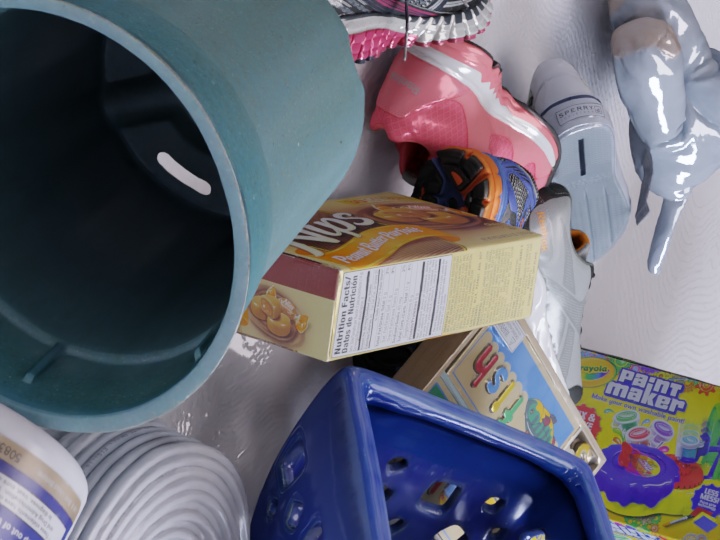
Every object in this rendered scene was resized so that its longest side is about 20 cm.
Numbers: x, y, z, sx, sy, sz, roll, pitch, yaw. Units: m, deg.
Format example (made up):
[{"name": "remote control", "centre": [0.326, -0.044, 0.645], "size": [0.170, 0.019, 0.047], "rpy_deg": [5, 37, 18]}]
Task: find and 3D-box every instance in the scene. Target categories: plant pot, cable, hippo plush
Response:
[{"name": "plant pot", "centre": [-0.100, -0.057, 1.172], "size": [0.196, 0.199, 0.201], "rpy_deg": [-43, 139, -57]}, {"name": "cable", "centre": [-0.130, 0.175, 1.338], "size": [0.200, 0.069, 0.201], "rpy_deg": [14, 90, -63]}, {"name": "plant pot", "centre": [0.026, 0.202, 1.435], "size": [0.199, 0.180, 0.201], "rpy_deg": [23, 37, -32]}, {"name": "hippo plush", "centre": [0.262, -0.131, 1.772], "size": [0.160, 0.160, 0.201], "rpy_deg": [66, 19, -58]}]

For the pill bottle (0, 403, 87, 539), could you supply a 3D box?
[{"name": "pill bottle", "centre": [-0.212, 0.155, 1.125], "size": [0.201, 0.115, 0.116], "rpy_deg": [-64, 150, -23]}]

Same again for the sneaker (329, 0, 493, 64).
[{"name": "sneaker", "centre": [0.015, -0.165, 1.441], "size": [0.200, 0.080, 0.075], "rpy_deg": [-22, 120, -57]}]

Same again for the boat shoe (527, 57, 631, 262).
[{"name": "boat shoe", "centre": [0.145, -0.074, 1.737], "size": [0.200, 0.073, 0.067], "rpy_deg": [90, -15, -60]}]

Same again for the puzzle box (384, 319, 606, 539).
[{"name": "puzzle box", "centre": [0.074, 0.110, 1.564], "size": [0.133, 0.025, 0.200], "rpy_deg": [-50, 139, -14]}]

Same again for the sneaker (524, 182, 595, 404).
[{"name": "sneaker", "centre": [0.129, 0.022, 1.724], "size": [0.079, 0.074, 0.201], "rpy_deg": [-32, 138, -13]}]

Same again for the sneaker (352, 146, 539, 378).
[{"name": "sneaker", "centre": [0.060, 0.017, 1.567], "size": [0.078, 0.075, 0.201], "rpy_deg": [-6, 129, -44]}]

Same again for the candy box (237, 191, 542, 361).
[{"name": "candy box", "centre": [0.000, 0.000, 1.427], "size": [0.200, 0.115, 0.056], "rpy_deg": [-11, 112, -53]}]

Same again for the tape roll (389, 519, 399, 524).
[{"name": "tape roll", "centre": [0.039, 0.238, 1.662], "size": [0.202, 0.070, 0.204], "rpy_deg": [-21, 116, -54]}]

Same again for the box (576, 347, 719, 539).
[{"name": "box", "centre": [0.251, 0.162, 1.907], "size": [0.193, 0.199, 0.123], "rpy_deg": [44, 65, -59]}]

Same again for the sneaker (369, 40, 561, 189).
[{"name": "sneaker", "centre": [0.058, -0.085, 1.592], "size": [0.087, 0.074, 0.200], "rpy_deg": [-55, 148, -4]}]
